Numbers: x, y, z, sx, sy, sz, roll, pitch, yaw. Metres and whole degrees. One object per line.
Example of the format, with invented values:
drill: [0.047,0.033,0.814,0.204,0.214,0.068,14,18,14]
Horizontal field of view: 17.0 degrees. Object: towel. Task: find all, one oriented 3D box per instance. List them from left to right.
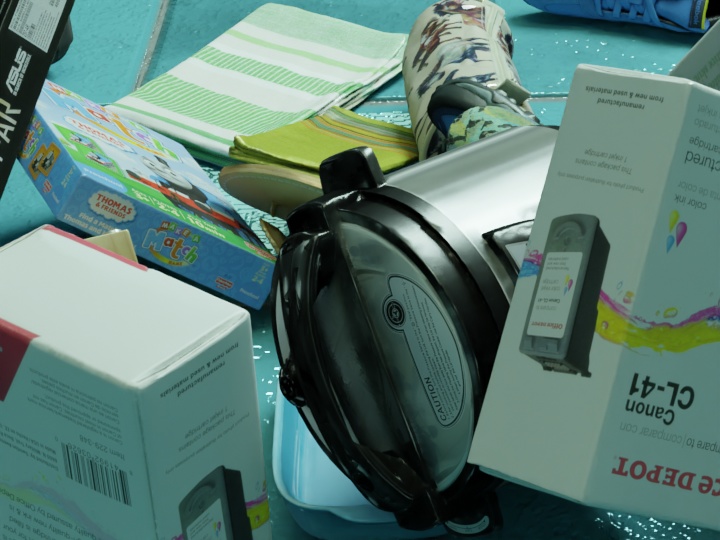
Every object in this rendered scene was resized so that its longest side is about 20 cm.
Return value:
towel: [-0.070,-0.135,1.724,0.152,0.023,0.200,17,39,32]
towel: [-0.013,-0.082,1.561,0.086,0.018,0.200,14,13,15]

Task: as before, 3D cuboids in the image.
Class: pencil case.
pencil case: [0.074,-0.119,1.605,0.089,0.078,0.200,-43,20,16]

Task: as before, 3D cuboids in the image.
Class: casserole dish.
casserole dish: [0.013,0.091,1.352,0.121,0.039,0.200,-3,34,3]

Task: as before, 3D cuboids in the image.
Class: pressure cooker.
pressure cooker: [0.050,0.030,1.243,0.200,0.179,0.176,-21,50,-36]

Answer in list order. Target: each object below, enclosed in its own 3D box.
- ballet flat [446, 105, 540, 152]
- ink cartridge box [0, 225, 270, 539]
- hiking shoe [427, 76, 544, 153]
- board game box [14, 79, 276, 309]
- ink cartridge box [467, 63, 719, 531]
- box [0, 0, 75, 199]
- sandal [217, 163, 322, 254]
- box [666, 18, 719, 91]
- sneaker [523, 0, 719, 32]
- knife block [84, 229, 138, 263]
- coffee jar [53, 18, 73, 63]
ballet flat: [0.122,-0.016,1.346,0.074,0.074,0.200,-34,83,-37]
ink cartridge box: [-0.125,0.097,1.197,0.148,0.200,0.086,22,42,34]
hiking shoe: [0.091,-0.026,1.411,0.087,0.074,0.200,-32,73,-12]
board game box: [-0.148,-0.057,1.512,0.151,0.037,0.200,25,12,-32]
ink cartridge box: [0.152,0.017,1.148,0.148,0.200,0.086,15,-1,-39]
box: [-0.267,-0.089,1.514,0.160,0.044,0.200,-7,58,49]
sandal: [0.000,-0.002,1.471,0.212,0.078,0.070,17,72,10]
box: [0.295,-0.073,1.351,0.171,0.199,0.200,-29,80,-28]
sneaker: [0.213,-0.209,1.762,0.200,0.066,0.078,-1,37,6]
knife block: [-0.146,0.074,1.392,0.064,0.176,0.200,-13,-11,-14]
coffee jar: [-0.313,-0.165,1.744,0.200,0.085,0.104,-26,35,-27]
